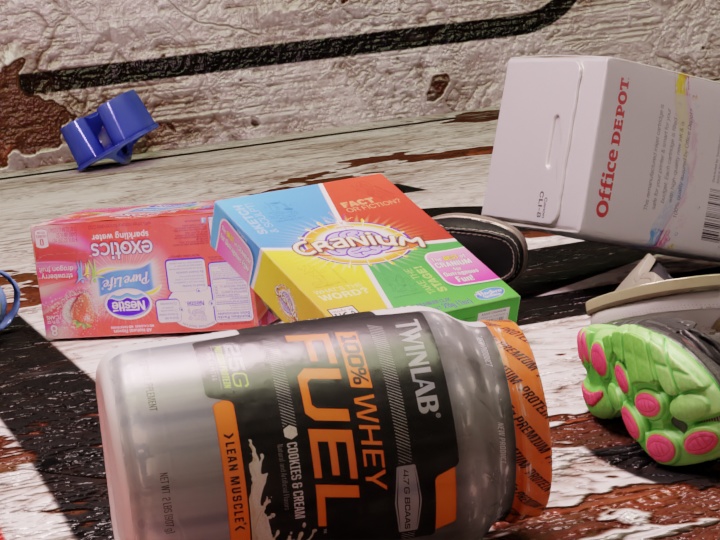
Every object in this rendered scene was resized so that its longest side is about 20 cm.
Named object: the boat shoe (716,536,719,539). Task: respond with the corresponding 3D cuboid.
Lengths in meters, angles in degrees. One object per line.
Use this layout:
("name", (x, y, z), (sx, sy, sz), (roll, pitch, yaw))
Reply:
("boat shoe", (0.154, 0.117, 0.744), (0.202, 0.075, 0.075), (-5, 9, 5))

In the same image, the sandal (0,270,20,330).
("sandal", (-0.377, 0.027, 1.739), (0.200, 0.080, 0.087), (8, 11, 28))

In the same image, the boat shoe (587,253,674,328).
("boat shoe", (0.203, 0.036, 1.369), (0.063, 0.073, 0.200), (37, 5, 0))

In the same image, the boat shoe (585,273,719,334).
("boat shoe", (0.240, 0.036, 1.223), (0.199, 0.069, 0.075), (-5, -4, 12))

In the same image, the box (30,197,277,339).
("box", (-0.164, -0.002, 1.669), (0.199, 0.103, 0.095), (-4, 8, 21))

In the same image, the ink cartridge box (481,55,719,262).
("ink cartridge box", (0.228, -0.092, 1.661), (0.200, 0.146, 0.145), (10, 0, -32))

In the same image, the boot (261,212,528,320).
("boot", (0.026, 0.002, 1.602), (0.199, 0.073, 0.151), (4, 15, 15))

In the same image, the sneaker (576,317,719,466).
("sneaker", (0.180, 0.057, 1.118), (0.084, 0.077, 0.200), (-11, 10, -7))

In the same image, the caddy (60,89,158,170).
("caddy", (-0.412, -0.223, 3.294), (0.141, 0.105, 0.200), (-29, 6, 8))

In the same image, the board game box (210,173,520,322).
("board game box", (0.000, 0.000, 1.474), (0.153, 0.040, 0.200), (-11, 35, -30))

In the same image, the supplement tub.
("supplement tub", (-0.018, 0.083, 0.932), (0.199, 0.123, 0.123), (-8, 9, -11))
